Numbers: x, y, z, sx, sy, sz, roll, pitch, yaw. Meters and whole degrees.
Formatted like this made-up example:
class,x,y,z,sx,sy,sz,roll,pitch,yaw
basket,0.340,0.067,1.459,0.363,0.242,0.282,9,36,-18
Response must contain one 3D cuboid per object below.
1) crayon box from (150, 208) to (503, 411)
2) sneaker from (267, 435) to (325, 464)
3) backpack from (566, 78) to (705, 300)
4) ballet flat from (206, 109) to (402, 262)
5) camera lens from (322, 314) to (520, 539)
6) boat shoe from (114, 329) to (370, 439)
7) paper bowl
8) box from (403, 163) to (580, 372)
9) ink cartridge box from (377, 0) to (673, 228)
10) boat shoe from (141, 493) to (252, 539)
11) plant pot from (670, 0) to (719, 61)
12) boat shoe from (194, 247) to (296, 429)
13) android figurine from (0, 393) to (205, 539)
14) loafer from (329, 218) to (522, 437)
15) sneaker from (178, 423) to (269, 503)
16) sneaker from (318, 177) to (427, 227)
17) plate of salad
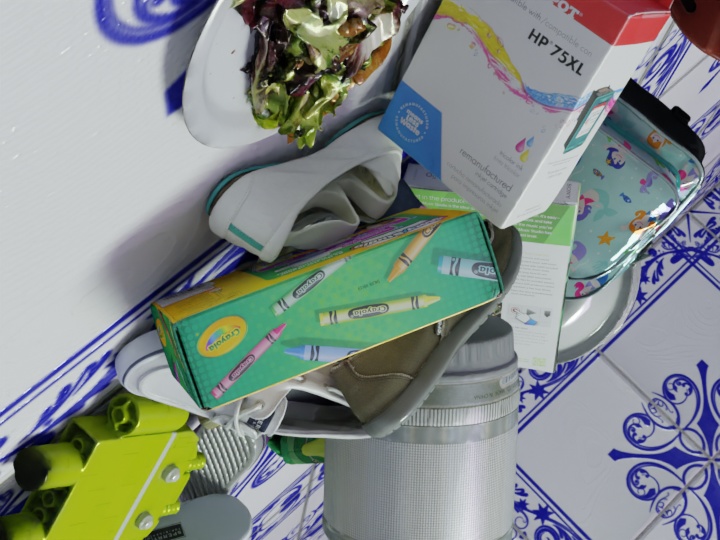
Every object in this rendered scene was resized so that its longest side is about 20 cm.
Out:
class,x,y,z,sx,sy,sz,roll,pitch,yaw
crayon box,-0.025,0.018,0.746,0.200,0.058,0.119,-20,-171,-14
sneaker,-0.057,0.130,1.116,0.083,0.074,0.200,-12,-169,-7
backpack,0.192,-0.073,1.060,0.200,0.177,0.151,-50,-178,33
ballet flat,-0.017,-0.051,0.776,0.200,0.069,0.069,-30,160,-48
camera lens,0.050,0.141,0.972,0.160,0.160,0.200,-18,112,-62
boat shoe,-0.071,0.084,0.827,0.200,0.065,0.074,5,135,-25
paper bowl,0.181,-0.002,1.207,0.201,0.201,0.104,-49,166,15
box,0.107,0.001,1.012,0.036,0.144,0.200,-74,168,-45
ink cartridge box,0.109,-0.142,0.742,0.067,0.116,0.200,-20,144,-52
boat shoe,-0.190,0.234,0.981,0.200,0.070,0.066,-10,148,-25
plant pot,0.304,-0.202,0.779,0.195,0.201,0.201,-9,143,-52
boat shoe,-0.085,0.046,0.900,0.200,0.063,0.073,-51,-169,34
android figurine,-0.190,0.166,0.881,0.182,0.041,0.200,-59,153,10
loafer,0.048,0.027,0.849,0.200,0.070,0.075,-52,-173,-31
sneaker,-0.127,0.158,1.061,0.200,0.073,0.114,-41,-169,37
sneaker,0.000,0.000,0.935,0.070,0.082,0.200,-40,167,-32
plate of salad,-0.009,-0.132,0.603,0.200,0.048,0.200,-41,166,-13
